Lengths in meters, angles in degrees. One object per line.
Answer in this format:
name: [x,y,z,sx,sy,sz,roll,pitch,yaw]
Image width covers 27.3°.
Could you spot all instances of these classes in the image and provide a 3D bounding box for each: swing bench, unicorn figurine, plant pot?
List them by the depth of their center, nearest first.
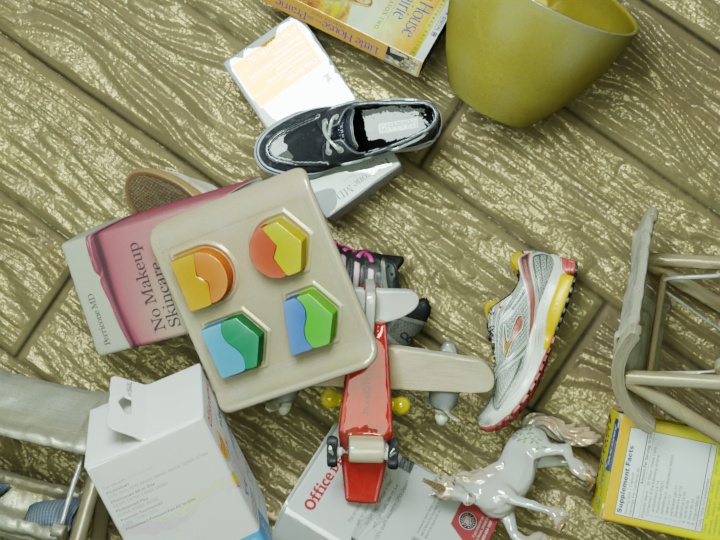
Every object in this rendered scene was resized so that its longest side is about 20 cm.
swing bench: [0.347,0.067,1.469,0.198,0.200,0.131,17,132,5]
unicorn figurine: [0.159,0.219,1.527,0.137,0.200,0.074,30,131,17]
plant pot: [0.165,-0.235,1.527,0.199,0.200,0.143,31,116,5]
swing bench: [-0.361,0.210,1.560,0.197,0.130,0.202,11,88,5]

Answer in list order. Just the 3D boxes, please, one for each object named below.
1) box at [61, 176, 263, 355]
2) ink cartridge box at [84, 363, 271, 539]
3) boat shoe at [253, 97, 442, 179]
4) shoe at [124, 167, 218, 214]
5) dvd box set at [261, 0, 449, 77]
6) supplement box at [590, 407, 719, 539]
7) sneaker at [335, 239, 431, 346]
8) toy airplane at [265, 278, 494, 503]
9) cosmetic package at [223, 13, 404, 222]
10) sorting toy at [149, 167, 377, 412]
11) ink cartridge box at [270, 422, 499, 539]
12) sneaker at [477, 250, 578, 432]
box: [-0.186,-0.004,1.536,0.198,0.109,0.129,-15,99,20]
ink cartridge box: [-0.182,0.201,1.457,0.124,0.129,0.201,-23,112,0]
boat shoe: [-0.014,-0.138,1.512,0.198,0.068,0.073,-8,87,4]
shoe: [-0.165,-0.053,1.605,0.199,0.053,0.070,29,111,9]
dvd box set: [0.004,-0.303,1.572,0.199,0.029,0.147,27,58,5]
supplement box: [0.347,0.216,1.521,0.198,0.110,0.110,12,89,4]
sneaker: [0.000,0.000,1.576,0.087,0.074,0.200,-41,90,2]
toy airplane: [0.005,0.107,1.503,0.199,0.141,0.200,-43,83,-7]
cosmetic package: [-0.049,-0.163,1.586,0.101,0.071,0.201,-35,86,2]
sorting toy: [-0.098,0.024,1.433,0.184,0.036,0.202,-19,95,23]
ink cartridge box: [0.023,0.269,1.522,0.199,0.147,0.083,30,133,6]
sneaker: [0.163,0.074,1.565,0.081,0.078,0.202,19,80,9]
